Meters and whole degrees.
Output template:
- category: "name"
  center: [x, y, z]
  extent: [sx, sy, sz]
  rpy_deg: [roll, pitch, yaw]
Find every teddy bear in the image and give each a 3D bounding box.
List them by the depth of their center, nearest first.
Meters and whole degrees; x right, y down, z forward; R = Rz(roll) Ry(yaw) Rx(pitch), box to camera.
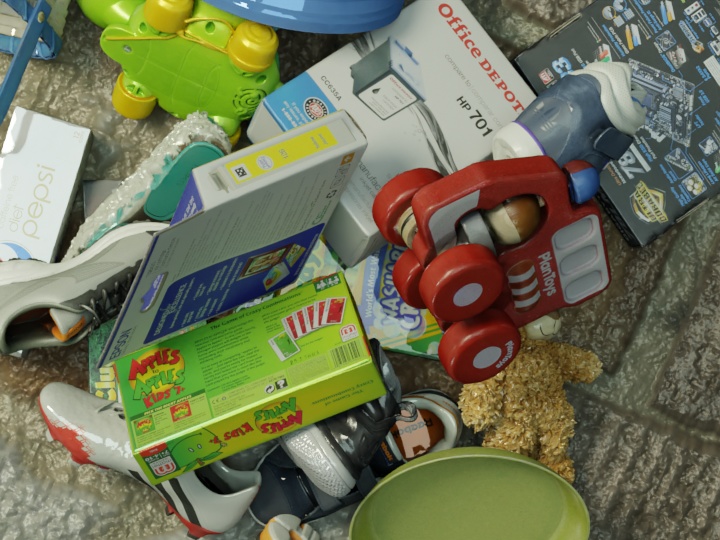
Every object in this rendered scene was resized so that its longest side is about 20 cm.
- category: "teddy bear"
  center: [0.142, 0.102, 1.626]
  extent: [0.145, 0.067, 0.201]
  rpy_deg: [13, 87, -27]

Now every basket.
- category: "basket"
  center: [-0.322, -0.208, 1.557]
  extent: [0.176, 0.139, 0.201]
  rpy_deg: [18, 70, 28]

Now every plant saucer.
- category: "plant saucer"
  center: [0.089, 0.208, 1.599]
  extent: [0.199, 0.200, 0.031]
  rpy_deg: [3, 44, -5]

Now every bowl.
- category: "bowl"
  center: [-0.058, -0.253, 1.573]
  extent: [0.200, 0.201, 0.040]
  rpy_deg: [12, 119, -4]

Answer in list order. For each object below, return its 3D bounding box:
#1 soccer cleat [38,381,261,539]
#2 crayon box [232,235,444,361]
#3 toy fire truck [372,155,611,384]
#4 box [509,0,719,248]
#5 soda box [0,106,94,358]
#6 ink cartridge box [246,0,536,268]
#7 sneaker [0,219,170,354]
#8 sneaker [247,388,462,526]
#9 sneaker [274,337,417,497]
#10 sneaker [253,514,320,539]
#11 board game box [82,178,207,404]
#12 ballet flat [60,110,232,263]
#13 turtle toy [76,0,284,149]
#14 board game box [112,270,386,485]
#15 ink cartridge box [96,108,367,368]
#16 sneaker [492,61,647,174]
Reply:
- category: "soccer cleat"
  center: [-0.172, 0.144, 1.590]
  extent: [0.200, 0.069, 0.085]
  rpy_deg: [38, 122, -15]
- category: "crayon box"
  center: [0.000, 0.000, 1.640]
  extent: [0.199, 0.052, 0.126]
  rpy_deg: [11, 87, -4]
- category: "toy fire truck"
  center: [0.112, -0.019, 1.508]
  extent: [0.167, 0.200, 0.112]
  rpy_deg: [-26, 51, -7]
- category: "box"
  center: [0.262, -0.155, 1.669]
  extent: [0.198, 0.050, 0.200]
  rpy_deg: [-36, 91, -3]
- category: "soda box"
  center: [-0.283, -0.030, 1.611]
  extent: [0.068, 0.064, 0.201]
  rpy_deg: [17, 88, -4]
- category: "ink cartridge box"
  center: [0.030, -0.122, 1.597]
  extent: [0.200, 0.086, 0.147]
  rpy_deg: [-35, 83, -20]
- category: "sneaker"
  center: [-0.213, 0.021, 1.545]
  extent: [0.199, 0.079, 0.074]
  rpy_deg: [-18, 131, -14]
- category: "sneaker"
  center: [-0.007, 0.156, 1.622]
  extent: [0.199, 0.079, 0.079]
  rpy_deg: [-28, 92, -4]
- category: "sneaker"
  center: [-0.034, 0.092, 1.589]
  extent: [0.114, 0.076, 0.200]
  rpy_deg: [-38, 49, -9]
- category: "sneaker"
  center: [-0.027, 0.294, 1.625]
  extent: [0.077, 0.078, 0.200]
  rpy_deg: [-38, 98, 24]
- category: "board game box"
  center: [-0.181, 0.022, 1.638]
  extent: [0.104, 0.023, 0.201]
  rpy_deg: [-1, 88, -6]
- category: "ballet flat"
  center: [-0.177, -0.054, 1.594]
  extent: [0.072, 0.072, 0.200]
  rpy_deg: [46, 109, -2]
- category: "turtle toy"
  center: [-0.149, -0.195, 1.600]
  extent: [0.199, 0.146, 0.101]
  rpy_deg: [26, 47, -4]
- category: "board game box"
  center: [-0.089, 0.085, 1.530]
  extent: [0.199, 0.048, 0.102]
  rpy_deg: [-21, 47, 2]
- category: "ink cartridge box"
  center: [-0.108, -0.023, 1.480]
  extent: [0.199, 0.198, 0.047]
  rpy_deg: [-22, 68, -32]
- category: "sneaker"
  center: [0.185, -0.090, 1.600]
  extent: [0.146, 0.200, 0.081]
  rpy_deg: [-35, 60, -12]
